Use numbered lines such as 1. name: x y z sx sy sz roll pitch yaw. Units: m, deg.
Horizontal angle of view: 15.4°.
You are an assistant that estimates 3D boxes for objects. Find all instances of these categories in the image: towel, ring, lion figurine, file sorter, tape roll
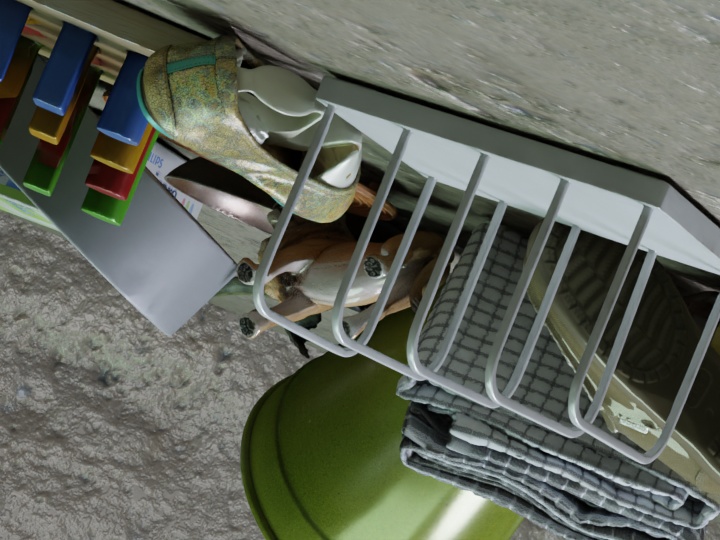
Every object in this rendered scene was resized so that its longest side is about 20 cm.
1. towel: 0.126 0.079 1.595 0.200 0.166 0.086 21 131 3
2. ring: -0.067 -0.077 1.681 0.200 0.019 0.200 23 175 2
3. lion figurine: 0.000 0.000 1.682 0.200 0.073 0.122 9 -158 41
4. file sorter: 0.070 0.004 1.345 0.200 0.125 0.139 19 174 30
5. tape roll: -0.167 -0.051 1.700 0.200 0.066 0.200 46 178 2

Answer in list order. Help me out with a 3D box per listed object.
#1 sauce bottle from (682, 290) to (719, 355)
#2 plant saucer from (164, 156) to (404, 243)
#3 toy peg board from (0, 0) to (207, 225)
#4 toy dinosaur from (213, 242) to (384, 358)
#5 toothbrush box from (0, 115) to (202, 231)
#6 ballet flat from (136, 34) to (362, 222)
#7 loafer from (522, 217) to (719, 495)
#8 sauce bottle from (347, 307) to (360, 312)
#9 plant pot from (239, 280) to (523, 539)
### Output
1. sauce bottle: 0.219 0.047 1.507 0.200 0.065 0.065 21 175 36
2. plant saucer: -0.042 -0.040 1.898 0.200 0.032 0.200 22 174 2
3. toy peg board: -0.186 -0.103 1.479 0.200 0.098 0.199 22 175 -2
4. toy dinosaur: -0.030 0.017 1.824 0.200 0.048 0.088 -12 149 24
5. toothbrush box: -0.234 -0.080 2.005 0.200 0.086 0.146 19 174 21
6. ballet flat: -0.038 -0.074 1.391 0.071 0.071 0.200 19 176 34
7. loafer: 0.152 0.054 1.458 0.200 0.076 0.067 50 147 -9
8. sauce bottle: 0.069 0.039 2.069 0.200 0.066 0.066 23 175 18
9. plant pot: 0.052 0.103 1.782 0.200 0.201 0.193 24 136 -19
